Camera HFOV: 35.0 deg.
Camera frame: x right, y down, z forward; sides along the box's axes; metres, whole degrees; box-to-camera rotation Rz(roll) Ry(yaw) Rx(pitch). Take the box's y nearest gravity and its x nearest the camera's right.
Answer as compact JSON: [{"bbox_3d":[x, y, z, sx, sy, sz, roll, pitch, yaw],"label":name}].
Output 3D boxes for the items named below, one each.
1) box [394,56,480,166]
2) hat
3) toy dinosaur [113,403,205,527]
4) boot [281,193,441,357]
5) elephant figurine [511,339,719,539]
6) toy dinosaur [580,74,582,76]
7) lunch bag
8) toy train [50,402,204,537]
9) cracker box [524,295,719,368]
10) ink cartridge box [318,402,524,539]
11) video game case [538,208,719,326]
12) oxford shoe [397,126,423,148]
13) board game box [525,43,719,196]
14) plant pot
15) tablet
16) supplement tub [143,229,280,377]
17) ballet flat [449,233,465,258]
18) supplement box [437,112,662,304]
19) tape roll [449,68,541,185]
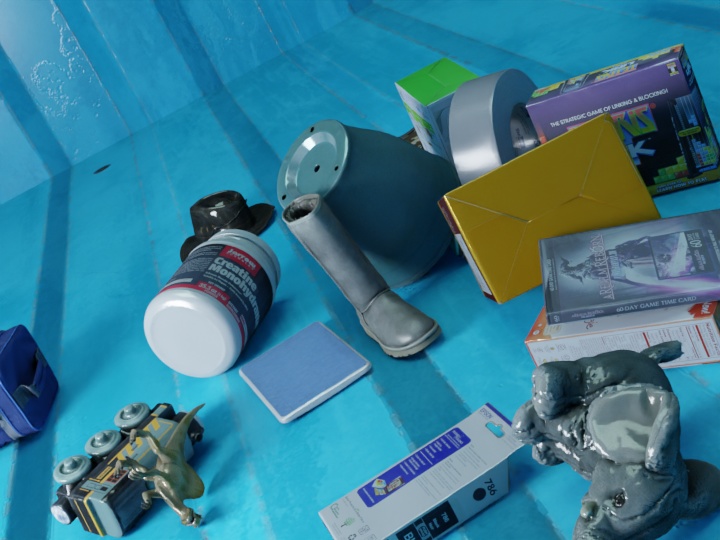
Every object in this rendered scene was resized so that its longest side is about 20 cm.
[{"bbox_3d":[0.143,-0.206,1.704,0.097,0.177,0.200,-27,21,-1],"label":"box"},{"bbox_3d":[-0.257,-0.095,2.054,0.201,0.081,0.201,-24,23,11],"label":"hat"},{"bbox_3d":[-0.221,0.221,1.291,0.058,0.101,0.200,-54,26,25],"label":"toy dinosaur"},{"bbox_3d":[-0.001,0.001,1.377,0.073,0.200,0.182,-37,23,-20],"label":"boot"},{"bbox_3d":[0.219,0.158,0.908,0.141,0.155,0.200,10,22,-24],"label":"elephant figurine"},{"bbox_3d":[0.341,-0.204,1.606,0.200,0.086,0.136,-43,33,-22],"label":"toy dinosaur"},{"bbox_3d":[-0.534,0.176,1.699,0.132,0.136,0.200,-26,22,6],"label":"lunch bag"},{"bbox_3d":[-0.272,0.232,1.354,0.114,0.085,0.200,7,35,35],"label":"toy train"},{"bbox_3d":[0.282,0.041,1.150,0.200,0.058,0.134,-11,27,35],"label":"cracker box"},{"bbox_3d":[0.064,0.205,1.065,0.200,0.039,0.099,-32,22,-7],"label":"ink cartridge box"},{"bbox_3d":[0.278,-0.006,1.118,0.200,0.019,0.143,-9,30,11],"label":"video game case"},{"bbox_3d":[0.100,-0.197,1.903,0.200,0.073,0.084,-24,37,16],"label":"oxford shoe"},{"bbox_3d":[0.330,-0.171,1.422,0.200,0.165,0.057,-15,25,31],"label":"board game box"},{"bbox_3d":[-0.001,-0.100,1.511,0.200,0.188,0.200,-26,52,38],"label":"plant pot"},{"bbox_3d":[-0.073,0.125,1.440,0.130,0.014,0.200,-32,23,-11],"label":"tablet"},{"bbox_3d":[-0.203,0.043,1.603,0.140,0.140,0.200,-16,25,27],"label":"supplement tub"},{"bbox_3d":[0.134,-0.071,1.581,0.071,0.069,0.200,-13,23,-12],"label":"ballet flat"},{"bbox_3d":[0.207,-0.068,1.299,0.197,0.133,0.200,-27,1,2],"label":"supplement box"},{"bbox_3d":[0.196,-0.163,1.515,0.066,0.200,0.200,-13,26,34],"label":"tape roll"}]
